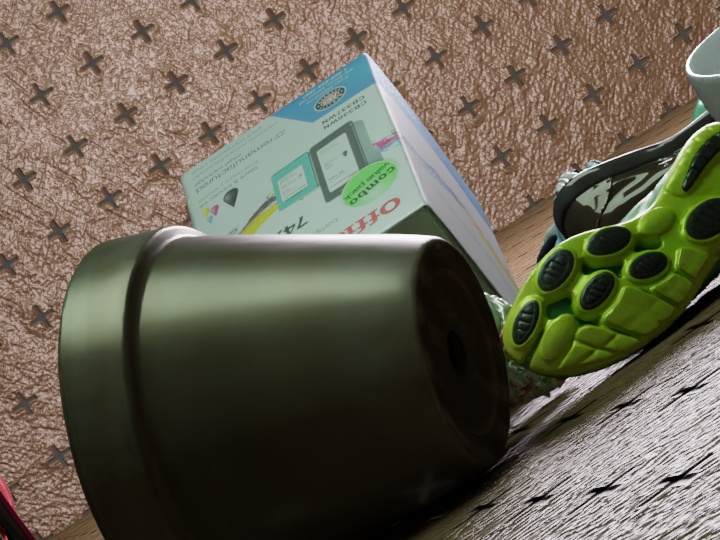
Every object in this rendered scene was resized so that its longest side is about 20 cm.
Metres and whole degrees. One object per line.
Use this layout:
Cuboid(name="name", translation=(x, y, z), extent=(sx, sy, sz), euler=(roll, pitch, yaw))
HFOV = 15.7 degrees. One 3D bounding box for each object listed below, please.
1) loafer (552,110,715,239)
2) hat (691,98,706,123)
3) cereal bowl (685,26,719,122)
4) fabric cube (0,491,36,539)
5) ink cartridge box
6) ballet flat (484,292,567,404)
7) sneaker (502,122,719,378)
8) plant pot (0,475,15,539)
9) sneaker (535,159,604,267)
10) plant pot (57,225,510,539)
Cuboid(name="loafer", translation=(0.225, -0.052, 1.660), extent=(0.200, 0.071, 0.073), euler=(-27, -41, 3))
Cuboid(name="hat", translation=(0.432, -0.194, 2.509), extent=(0.166, 0.176, 0.200), euler=(-70, -1, -84))
Cuboid(name="cereal bowl", translation=(0.301, -0.130, 1.565), extent=(0.200, 0.083, 0.200), euler=(-28, 12, 6))
Cuboid(name="fabric cube", translation=(-0.306, 0.219, 1.590), extent=(0.200, 0.196, 0.199), euler=(-35, 0, -22))
Cuboid(name="ink cartridge box", translation=(0.000, 0.000, 1.577), extent=(0.147, 0.146, 0.200), euler=(-33, 31, 8))
Cuboid(name="ballet flat", translation=(0.014, 0.032, 1.407), extent=(0.064, 0.200, 0.076), euler=(77, -158, -52))
Cuboid(name="sneaker", translation=(0.154, 0.002, 1.394), extent=(0.200, 0.074, 0.084), euler=(-38, -22, -30))
Cuboid(name="plant pot", translation=(-0.545, 0.327, 3.325), extent=(0.200, 0.201, 0.182), euler=(-34, 1, -15))
Cuboid(name="sneaker", translation=(0.150, -0.020, 1.797), extent=(0.086, 0.078, 0.200), euler=(-54, -6, -5))
Cuboid(name="plant pot", translation=(-0.026, 0.061, 1.297), extent=(0.173, 0.200, 0.200), euler=(-14, 9, 21))
